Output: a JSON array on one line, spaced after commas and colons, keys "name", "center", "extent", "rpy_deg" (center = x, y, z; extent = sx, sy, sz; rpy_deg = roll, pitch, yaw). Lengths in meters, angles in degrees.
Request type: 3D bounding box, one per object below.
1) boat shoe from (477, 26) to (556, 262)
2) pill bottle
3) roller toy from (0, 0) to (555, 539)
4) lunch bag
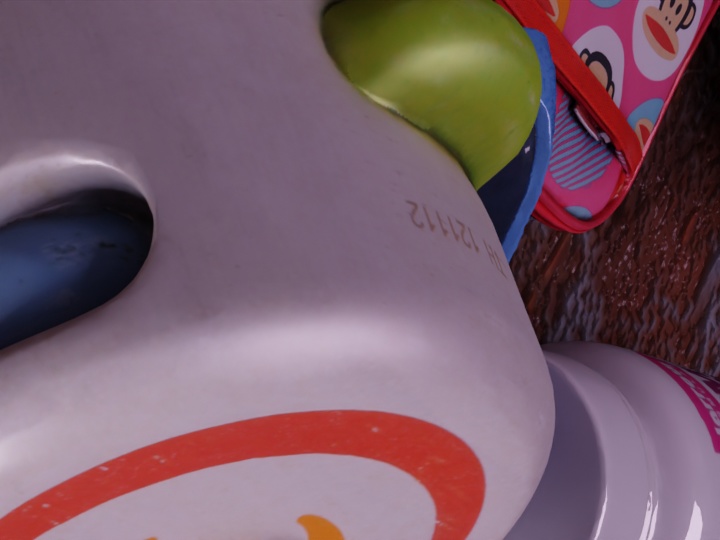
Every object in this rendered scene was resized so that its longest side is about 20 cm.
[{"name": "boat shoe", "center": [0.000, 0.000, 0.798], "extent": [0.084, 0.069, 0.200], "rpy_deg": [-94, -163, -52]}, {"name": "pill bottle", "center": [0.092, 0.086, 0.943], "extent": [0.200, 0.113, 0.113], "rpy_deg": [17, 88, -55]}, {"name": "roller toy", "center": [-0.053, 0.025, 0.638], "extent": [0.182, 0.140, 0.200], "rpy_deg": [-5, 147, -26]}, {"name": "lunch bag", "center": [0.035, -0.103, 0.834], "extent": [0.176, 0.082, 0.200], "rpy_deg": [-62, 143, -11]}]
